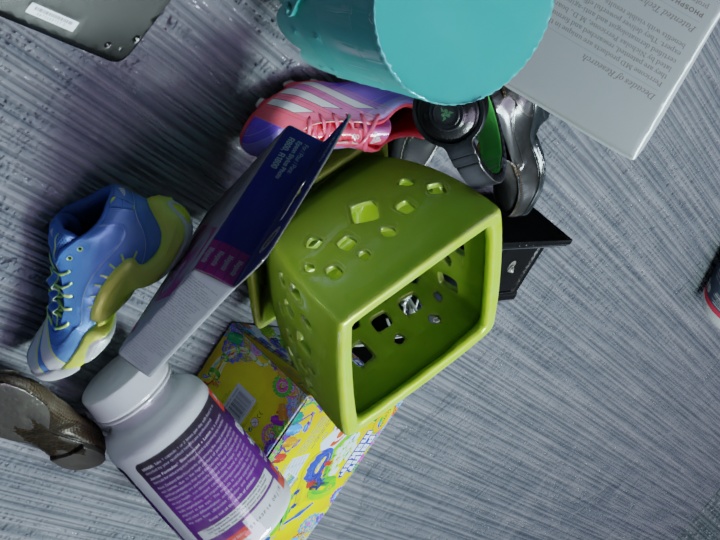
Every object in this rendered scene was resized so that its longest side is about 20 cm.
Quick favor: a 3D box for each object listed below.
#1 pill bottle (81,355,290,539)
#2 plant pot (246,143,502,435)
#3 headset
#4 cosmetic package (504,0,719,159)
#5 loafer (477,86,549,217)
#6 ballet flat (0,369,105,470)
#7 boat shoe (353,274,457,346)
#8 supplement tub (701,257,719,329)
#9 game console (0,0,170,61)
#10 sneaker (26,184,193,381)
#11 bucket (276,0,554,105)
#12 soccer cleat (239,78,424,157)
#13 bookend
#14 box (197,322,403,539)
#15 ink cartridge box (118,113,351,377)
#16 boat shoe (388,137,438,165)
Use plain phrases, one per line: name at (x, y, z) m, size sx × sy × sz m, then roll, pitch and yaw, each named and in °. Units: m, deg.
pill bottle at (-0.164, 0.167, 1.542) m, size 0.111 × 0.111 × 0.200 m, roll -42°, pitch 111°, yaw -11°
plant pot at (0.000, 0.000, 1.573) m, size 0.200 × 0.181 × 0.199 m, roll -36°, pitch 151°, yaw -23°
headset at (0.071, -0.161, 1.495) m, size 0.094 × 0.124 × 0.200 m, roll -15°, pitch 124°, yaw 19°
cosmetic package at (0.250, -0.247, 1.578) m, size 0.200 × 0.166 × 0.167 m, roll -62°, pitch 174°, yaw 26°
loafer at (0.150, -0.132, 1.749) m, size 0.072 × 0.073 × 0.200 m, roll -25°, pitch 136°, yaw -22°
ballet flat at (-0.286, 0.127, 1.484) m, size 0.067 × 0.046 × 0.200 m, roll -19°, pitch 151°, yaw 15°
boat shoe at (0.044, 0.033, 1.721) m, size 0.200 × 0.075 × 0.062 m, roll -12°, pitch 172°, yaw 26°
supplement tub at (0.606, -0.002, 2.480) m, size 0.140 × 0.140 × 0.200 m, roll -22°, pitch 143°, yaw -40°
game console at (-0.182, -0.242, 1.173) m, size 0.177 × 0.031 × 0.200 m, roll -50°, pitch 152°, yaw 13°
sneaker at (-0.235, 0.001, 1.380) m, size 0.105 × 0.076 × 0.200 m, roll 33°, pitch 107°, yaw -36°
bucket at (0.047, -0.233, 1.318) m, size 0.207 × 0.135 × 0.207 m, roll -14°, pitch 116°, yaw -31°
soccer cleat at (-0.019, -0.132, 1.487) m, size 0.200 × 0.076 × 0.067 m, roll -19°, pitch 141°, yaw -44°
bookend at (0.105, 0.020, 1.844) m, size 0.199 × 0.092 × 0.200 m, roll -3°, pitch 130°, yaw -54°
box at (-0.093, 0.174, 1.727) m, size 0.200 × 0.122 × 0.193 m, roll -56°, pitch 151°, yaw 14°
ink cartridge box at (-0.105, -0.031, 1.372) m, size 0.200 × 0.043 × 0.196 m, roll -45°, pitch -168°, yaw 44°
boat shoe at (0.079, -0.156, 1.608) m, size 0.074 × 0.066 × 0.199 m, roll -14°, pitch 137°, yaw -48°
